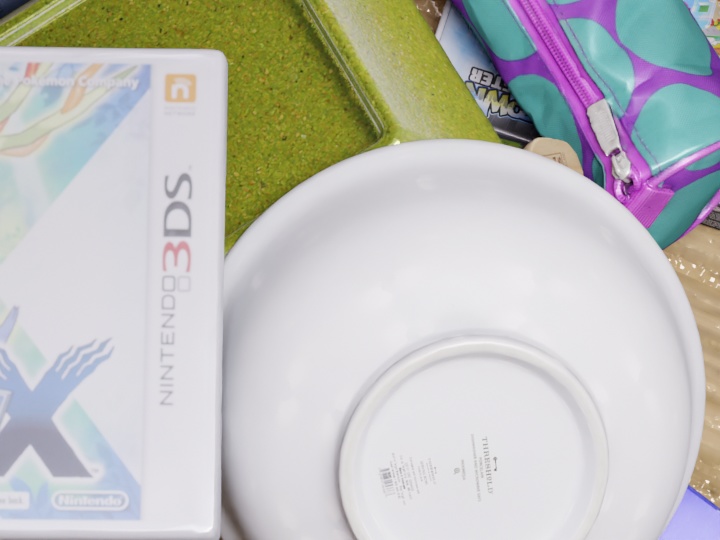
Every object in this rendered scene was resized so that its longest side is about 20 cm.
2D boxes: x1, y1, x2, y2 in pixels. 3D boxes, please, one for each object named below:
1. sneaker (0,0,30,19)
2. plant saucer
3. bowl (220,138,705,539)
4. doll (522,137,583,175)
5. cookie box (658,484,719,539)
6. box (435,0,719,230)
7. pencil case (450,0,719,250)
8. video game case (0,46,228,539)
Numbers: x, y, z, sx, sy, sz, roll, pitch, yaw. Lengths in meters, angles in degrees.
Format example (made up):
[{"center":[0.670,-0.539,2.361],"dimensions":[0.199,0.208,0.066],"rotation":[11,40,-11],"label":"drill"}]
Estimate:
[{"center":[-0.188,-0.102,1.141],"dimensions":[0.199,0.070,0.082],"rotation":[-24,34,15],"label":"sneaker"},{"center":[-0.067,-0.058,1.070],"dimensions":[0.199,0.048,0.201],"rotation":[-32,62,2],"label":"plant saucer"},{"center":[0.036,0.059,0.997],"dimensions":[0.200,0.090,0.203],"rotation":[-1,103,-6],"label":"bowl"},{"center":[0.000,0.000,1.117],"dimensions":[0.199,0.048,0.137],"rotation":[-18,94,30],"label":"doll"},{"center":[0.107,0.175,1.095],"dimensions":[0.200,0.075,0.171],"rotation":[38,80,8],"label":"cookie box"},{"center":[0.132,-0.084,1.186],"dimensions":[0.199,0.035,0.111],"rotation":[18,76,4],"label":"box"},{"center":[0.084,-0.106,1.126],"dimensions":[0.085,0.092,0.201],"rotation":[-40,75,25],"label":"pencil case"},{"center":[-0.148,0.007,0.987],"dimensions":[0.198,0.022,0.184],"rotation":[1,73,-2],"label":"video game case"}]
